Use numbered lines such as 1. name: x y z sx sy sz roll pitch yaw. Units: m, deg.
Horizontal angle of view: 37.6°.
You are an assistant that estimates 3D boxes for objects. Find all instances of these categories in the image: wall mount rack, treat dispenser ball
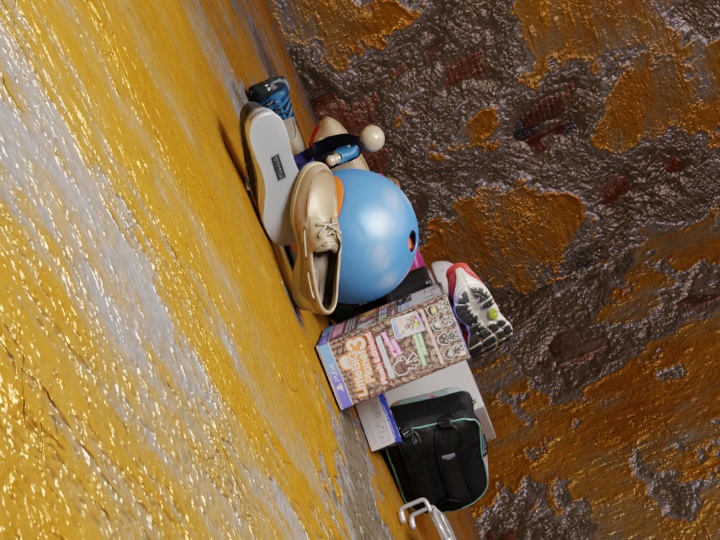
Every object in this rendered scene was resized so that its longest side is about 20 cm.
1. wall mount rack: 0.123 0.457 1.688 0.200 0.074 0.176 58 7 -69
2. treat dispenser ball: -0.011 -0.051 1.594 0.201 0.198 0.203 -22 90 -86

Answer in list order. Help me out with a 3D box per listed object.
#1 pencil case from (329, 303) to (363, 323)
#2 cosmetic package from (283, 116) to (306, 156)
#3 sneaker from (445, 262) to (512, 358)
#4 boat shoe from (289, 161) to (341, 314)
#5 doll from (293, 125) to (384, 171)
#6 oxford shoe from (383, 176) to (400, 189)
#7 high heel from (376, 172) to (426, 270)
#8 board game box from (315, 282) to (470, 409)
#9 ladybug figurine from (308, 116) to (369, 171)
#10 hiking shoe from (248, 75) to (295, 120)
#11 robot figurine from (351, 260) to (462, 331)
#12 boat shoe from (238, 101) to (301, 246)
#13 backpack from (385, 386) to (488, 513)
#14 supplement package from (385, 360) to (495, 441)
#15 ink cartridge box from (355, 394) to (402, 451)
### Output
1. pencil case: 0.000 0.000 1.823 0.092 0.085 0.202 28 52 -18
2. cosmetic package: -0.102 -0.138 1.748 0.106 0.070 0.202 -104 172 -60
3. sneaker: 0.176 0.058 1.606 0.201 0.076 0.086 66 -1 -50
4. boat shoe: -0.052 -0.042 1.416 0.065 0.071 0.203 13 -78 50
5. doll: -0.058 -0.175 1.615 0.137 0.197 0.049 -101 168 -68
6. oxford shoe: 0.006 -0.075 1.739 0.075 0.070 0.202 35 67 -35
7. high heel: 0.071 -0.079 1.937 0.067 0.095 0.203 -23 -104 52
8. board game box: 0.047 0.106 1.543 0.159 0.197 0.098 -70 138 -84
9. ladybug figurine: -0.039 -0.187 1.770 0.137 0.071 0.200 58 6 -1
10. hiking shoe: -0.148 -0.290 1.915 0.200 0.073 0.088 41 27 -82
11. robot figurine: 0.089 0.067 1.696 0.150 0.198 0.126 -84 150 -79
12. boat shoe: -0.124 -0.130 1.424 0.068 0.073 0.201 41 -25 51
13. backpack: 0.134 0.312 1.829 0.154 0.173 0.203 -97 171 -67
14. supplement package: 0.139 0.264 2.034 0.200 0.189 0.149 62 6 -61
15. ink cartridge box: 0.009 0.189 1.707 0.094 0.044 0.203 42 27 -77
